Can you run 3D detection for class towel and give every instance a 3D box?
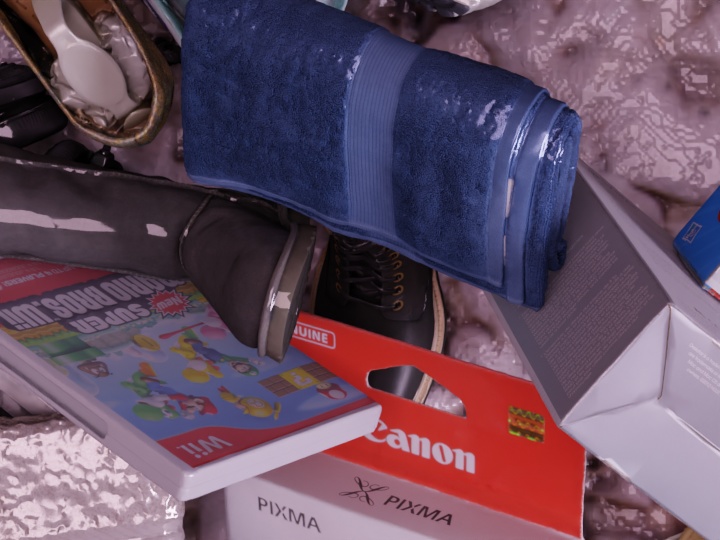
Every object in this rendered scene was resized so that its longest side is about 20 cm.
[{"bbox_3d":[-0.181,0.137,1.110,0.198,0.034,0.134,-6,100,5],"label":"towel"},{"bbox_3d":[0.004,-0.062,1.036,0.199,0.049,0.112,24,136,23],"label":"towel"}]

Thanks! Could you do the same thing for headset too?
[{"bbox_3d":[-0.169,-0.065,1.240,0.200,0.094,0.124,-38,90,28],"label":"headset"}]

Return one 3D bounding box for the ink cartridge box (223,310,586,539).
[{"bbox_3d":[0.021,0.121,1.156,0.199,0.044,0.175,16,126,27],"label":"ink cartridge box"}]

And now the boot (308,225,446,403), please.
[{"bbox_3d":[0.000,0.000,1.162,0.077,0.138,0.202,6,96,12],"label":"boot"}]

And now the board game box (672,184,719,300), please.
[{"bbox_3d":[0.289,-0.024,1.096,0.195,0.056,0.200,36,101,-22],"label":"board game box"}]

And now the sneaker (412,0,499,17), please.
[{"bbox_3d":[0.016,-0.212,1.182,0.079,0.078,0.200,-32,71,-31],"label":"sneaker"}]

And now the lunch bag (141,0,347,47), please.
[{"bbox_3d":[-0.077,-0.193,1.132,0.171,0.121,0.201,49,141,33],"label":"lunch bag"}]

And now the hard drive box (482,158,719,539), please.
[{"bbox_3d":[0.145,0.042,1.078,0.156,0.200,0.077,38,103,-23],"label":"hard drive box"}]

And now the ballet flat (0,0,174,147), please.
[{"bbox_3d":[-0.159,-0.141,1.116,0.070,0.071,0.200,-30,115,12],"label":"ballet flat"}]

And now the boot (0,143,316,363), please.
[{"bbox_3d":[-0.125,-0.019,1.111,0.198,0.182,0.073,16,98,-8],"label":"boot"}]

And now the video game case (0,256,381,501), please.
[{"bbox_3d":[-0.107,0.040,1.118,0.199,0.143,0.018,32,119,30],"label":"video game case"}]

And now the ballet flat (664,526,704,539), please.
[{"bbox_3d":[0.142,0.201,1.196,0.200,0.069,0.063,-47,56,9],"label":"ballet flat"}]

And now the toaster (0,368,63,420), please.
[{"bbox_3d":[-0.222,0.103,1.190,0.200,0.119,0.181,37,99,3],"label":"toaster"}]
